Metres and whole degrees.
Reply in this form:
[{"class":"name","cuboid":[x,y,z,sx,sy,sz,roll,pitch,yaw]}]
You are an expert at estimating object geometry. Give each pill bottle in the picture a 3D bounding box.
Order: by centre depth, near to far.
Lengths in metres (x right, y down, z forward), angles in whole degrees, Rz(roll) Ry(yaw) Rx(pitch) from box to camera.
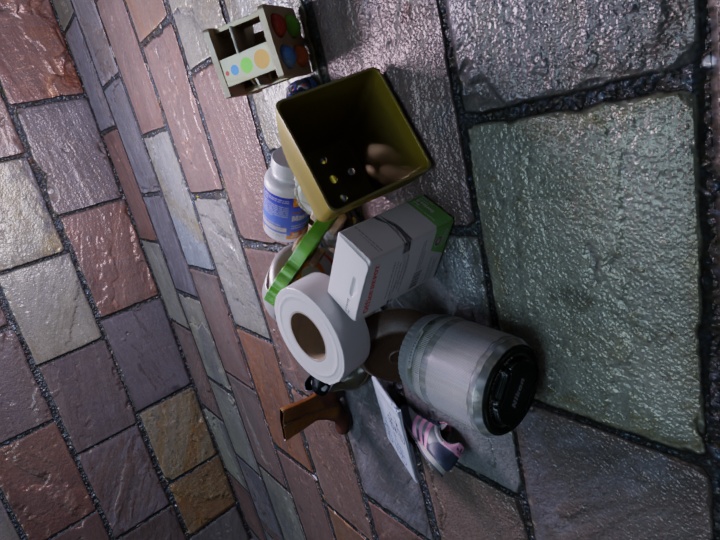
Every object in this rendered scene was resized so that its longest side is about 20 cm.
[{"class":"pill bottle","cuboid":[-0.165,-0.173,1.179,0.112,0.111,0.201,45,143,28]}]

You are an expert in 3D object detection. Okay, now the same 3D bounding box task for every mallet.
[{"class":"mallet","cuboid":[-0.056,-0.181,1.090,0.066,0.041,0.202,-16,102,59]}]

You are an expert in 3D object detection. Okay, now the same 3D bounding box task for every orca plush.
[{"class":"orca plush","cuboid":[-0.080,0.211,1.264,0.105,0.071,0.201,33,96,23]}]

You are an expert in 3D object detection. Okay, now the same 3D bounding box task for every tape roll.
[{"class":"tape roll","cuboid":[-0.074,0.109,0.971,0.201,0.070,0.204,29,134,35]}]

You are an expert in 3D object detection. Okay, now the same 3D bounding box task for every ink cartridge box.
[{"class":"ink cartridge box","cuboid":[0.050,-0.023,0.885,0.084,0.199,0.146,43,141,28]}]

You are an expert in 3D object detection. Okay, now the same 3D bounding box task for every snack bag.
[{"class":"snack bag","cuboid":[0.081,0.359,1.203,0.189,0.021,0.202,-138,31,-68]}]

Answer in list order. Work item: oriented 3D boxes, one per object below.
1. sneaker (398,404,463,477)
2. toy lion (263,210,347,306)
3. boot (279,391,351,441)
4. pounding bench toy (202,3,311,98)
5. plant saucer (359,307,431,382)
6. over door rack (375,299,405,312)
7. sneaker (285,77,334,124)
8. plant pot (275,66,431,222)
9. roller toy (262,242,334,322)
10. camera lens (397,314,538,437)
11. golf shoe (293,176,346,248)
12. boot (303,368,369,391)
[{"class":"sneaker","cuboid":[0.154,0.350,1.123,0.070,0.082,0.200,49,180,-36]},{"class":"toy lion","cuboid":[-0.124,-0.021,1.044,0.068,0.192,0.200,36,140,-3]},{"class":"boot","cuboid":[-0.122,0.417,1.426,0.068,0.199,0.190,28,132,43]},{"class":"pounding bench toy","cuboid":[-0.174,-0.434,1.021,0.154,0.200,0.126,-9,109,24]},{"class":"plant saucer","cuboid":[0.075,0.156,0.991,0.037,0.198,0.202,-91,6,-50]},{"class":"over door rack","cuboid":[0.066,0.122,1.083,0.200,0.066,0.149,38,139,36]},{"class":"sneaker","cuboid":[-0.116,-0.334,1.011,0.200,0.078,0.076,-134,40,-55]},{"class":"plant pot","cuboid":[-0.029,-0.196,0.911,0.202,0.198,0.176,61,160,5]},{"class":"roller toy","cuboid":[-0.136,0.038,1.209,0.201,0.181,0.140,58,150,11]},{"class":"camera lens","cuboid":[0.180,0.168,0.862,0.199,0.159,0.162,17,125,49]},{"class":"golf shoe","cuboid":[-0.070,-0.135,1.100,0.096,0.079,0.201,7,137,35]},{"class":"boot","cuboid":[-0.061,0.277,1.316,0.199,0.096,0.076,-35,65,45]}]
